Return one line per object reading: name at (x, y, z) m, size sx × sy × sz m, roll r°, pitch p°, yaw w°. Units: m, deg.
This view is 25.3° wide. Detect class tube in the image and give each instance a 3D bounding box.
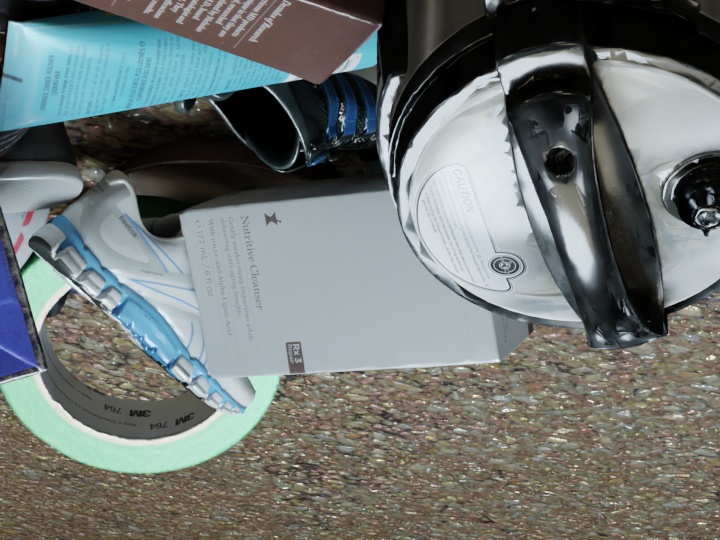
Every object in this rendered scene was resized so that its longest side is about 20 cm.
tube at (-0.082, -0.110, 0.796) m, size 0.198 × 0.051 × 0.078 m, roll -14°, pitch 146°, yaw -27°

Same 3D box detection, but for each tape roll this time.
tape roll at (-0.152, 0.047, 1.106) m, size 0.198 × 0.048 × 0.203 m, roll -2°, pitch 121°, yaw -4°

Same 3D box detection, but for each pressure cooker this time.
pressure cooker at (0.096, -0.074, 0.691) m, size 0.174 × 0.202 × 0.179 m, roll 22°, pitch 136°, yaw -19°

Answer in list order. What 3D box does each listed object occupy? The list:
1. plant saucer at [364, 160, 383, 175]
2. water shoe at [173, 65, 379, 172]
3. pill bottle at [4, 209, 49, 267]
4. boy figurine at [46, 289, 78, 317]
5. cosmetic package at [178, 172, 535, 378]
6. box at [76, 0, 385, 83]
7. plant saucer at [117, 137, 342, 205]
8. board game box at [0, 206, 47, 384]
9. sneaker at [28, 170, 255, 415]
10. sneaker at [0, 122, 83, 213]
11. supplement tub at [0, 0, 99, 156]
plant saucer at (0.099, -0.051, 1.049) m, size 0.197 × 0.028 × 0.201 m, roll 7°, pitch 159°, yaw 3°
water shoe at (-0.035, -0.088, 0.917) m, size 0.071 × 0.080 × 0.199 m, roll -12°, pitch 152°, yaw 42°
pill bottle at (-0.302, -0.068, 1.014) m, size 0.108 × 0.110 × 0.199 m, roll -13°, pitch 151°, yaw 42°
boy figurine at (-0.130, 0.019, 1.164) m, size 0.198 × 0.065 × 0.125 m, roll 14°, pitch 152°, yaw -10°
cosmetic package at (0.000, 0.000, 0.984) m, size 0.198 × 0.114 × 0.081 m, roll -7°, pitch -170°, yaw 26°
box at (-0.085, -0.166, 0.702) m, size 0.198 × 0.101 × 0.075 m, roll 16°, pitch 158°, yaw -24°
plant saucer at (-0.082, -0.045, 1.114) m, size 0.197 × 0.033 × 0.201 m, roll 6°, pitch 160°, yaw 2°
board game box at (-0.250, 0.016, 0.806) m, size 0.158 × 0.098 × 0.200 m, roll -16°, pitch -173°, yaw -13°
sneaker at (-0.116, 0.015, 1.025) m, size 0.075 × 0.087 × 0.200 m, roll 26°, pitch 161°, yaw 48°
sneaker at (-0.264, -0.089, 0.937) m, size 0.198 × 0.100 × 0.071 m, roll -1°, pitch 158°, yaw -30°
supplement tub at (-0.195, -0.130, 0.821) m, size 0.106 × 0.108 × 0.200 m, roll 15°, pitch 158°, yaw -22°
